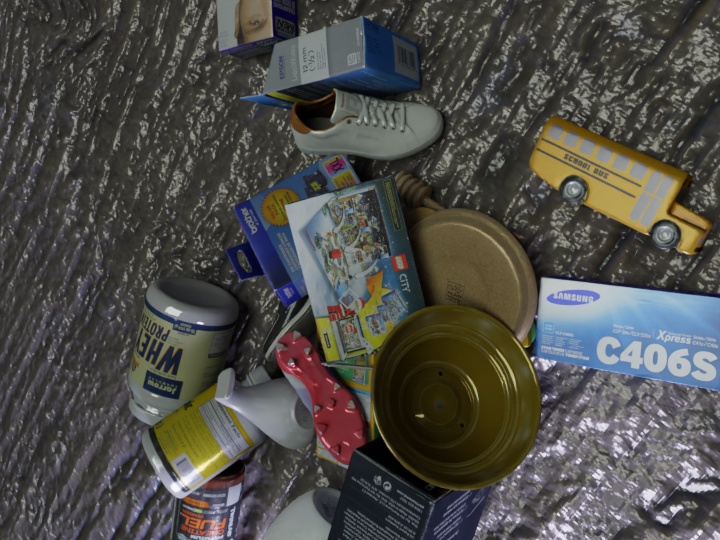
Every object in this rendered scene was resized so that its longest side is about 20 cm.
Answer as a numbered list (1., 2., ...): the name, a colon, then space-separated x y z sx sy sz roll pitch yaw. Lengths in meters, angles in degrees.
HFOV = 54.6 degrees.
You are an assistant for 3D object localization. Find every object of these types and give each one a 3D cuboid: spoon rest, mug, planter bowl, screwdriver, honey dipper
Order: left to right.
1. spoon rest: -0.125 0.183 0.962 0.060 0.199 0.101 -12 59 38
2. mug: -0.065 0.407 0.940 0.146 0.200 0.177 25 104 -17
3. screwdriver: 0.049 0.129 0.875 0.028 0.196 0.030 105 165 -54
4. planter bowl: 0.100 0.148 0.802 0.203 0.198 0.084 63 162 13
5. honey dipper: 0.121 -0.060 0.882 0.199 0.038 0.038 38 112 22

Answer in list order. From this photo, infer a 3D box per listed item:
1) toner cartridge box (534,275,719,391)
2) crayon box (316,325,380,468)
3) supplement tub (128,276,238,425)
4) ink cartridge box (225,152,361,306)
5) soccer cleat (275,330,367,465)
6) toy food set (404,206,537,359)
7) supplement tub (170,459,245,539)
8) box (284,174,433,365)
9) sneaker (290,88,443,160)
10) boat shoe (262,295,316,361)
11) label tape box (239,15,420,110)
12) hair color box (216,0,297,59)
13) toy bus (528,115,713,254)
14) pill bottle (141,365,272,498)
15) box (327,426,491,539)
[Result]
1. toner cartridge box: 0.296 0.064 0.768 0.197 0.043 0.097 7 95 33
2. crayon box: -0.005 0.163 0.946 0.125 0.051 0.204 4 96 51
3. supplement tub: -0.279 0.127 1.085 0.144 0.144 0.203 25 105 29
4. ink cartridge box: -0.076 -0.048 0.925 0.198 0.076 0.138 -30 70 -3
5. soccer cleat: -0.050 0.168 0.925 0.066 0.077 0.201 -32 66 -10
6. toy food set: 0.124 0.022 0.857 0.197 0.048 0.202 3 106 34
7. supplement tub: -0.244 0.396 1.102 0.106 0.106 0.204 14 101 31
8. box: 0.000 0.000 0.845 0.134 0.038 0.204 -14 97 5
9. sneaker: 0.007 -0.188 0.881 0.196 0.085 0.074 -4 68 6
10. boat shoe: -0.084 0.042 0.997 0.060 0.074 0.201 44 112 22
11. label tape box: -0.040 -0.260 0.909 0.197 0.142 0.067 -2 92 33
12. hair color box: -0.155 -0.427 1.023 0.108 0.064 0.204 -2 93 32
13. toy bus: 0.283 -0.091 0.756 0.199 0.065 0.079 33 108 28
14. pill bottle: -0.206 0.228 1.018 0.198 0.112 0.112 -32 72 -11
15. box: 0.060 0.303 0.844 0.116 0.196 0.203 23 105 30
